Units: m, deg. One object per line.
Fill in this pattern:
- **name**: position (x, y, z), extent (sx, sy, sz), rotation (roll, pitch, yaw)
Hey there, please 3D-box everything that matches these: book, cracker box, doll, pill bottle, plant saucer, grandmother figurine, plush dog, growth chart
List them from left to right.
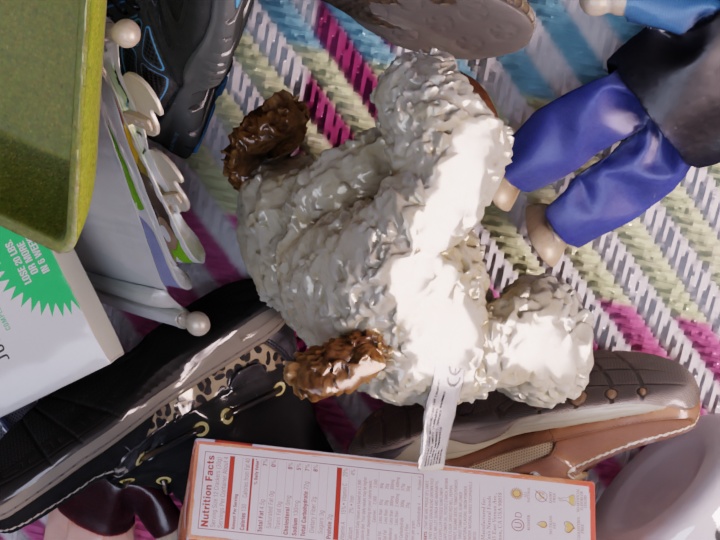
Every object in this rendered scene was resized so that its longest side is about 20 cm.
- **book**: position (-0.239, 0.028, 1.051), extent (0.199, 0.048, 0.134), rotation (-27, 93, 14)
- **plant saucer**: position (-0.187, -0.135, 0.949), extent (0.199, 0.048, 0.202), rotation (23, 118, 30)
- **grandmother figurine**: position (-0.152, 0.140, 1.154), extent (0.120, 0.061, 0.201), rotation (17, 118, 9)
- **growth chart**: position (-0.134, -0.050, 1.022), extent (0.144, 0.018, 0.201), rotation (20, 137, 36)
- **plush dog**: position (0.000, 0.000, 1.003), extent (0.160, 0.171, 0.201), rotation (-36, 116, -17)
- **cracker box**: position (0.007, 0.148, 1.000), extent (0.198, 0.058, 0.134), rotation (7, 148, -5)
- **doll**: position (0.150, -0.088, 0.989), extent (0.199, 0.049, 0.137), rotation (-35, 106, 24)
- **pill bottle**: position (0.221, 0.182, 1.070), extent (0.112, 0.113, 0.200), rotation (-37, 104, 24)

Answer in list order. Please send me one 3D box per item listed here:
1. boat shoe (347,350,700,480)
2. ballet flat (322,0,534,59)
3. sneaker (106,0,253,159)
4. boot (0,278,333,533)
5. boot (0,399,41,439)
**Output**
- **boat shoe**: position (0.092, 0.095, 1.077), extent (0.199, 0.076, 0.072), rotation (-13, 108, 27)
- **ballet flat**: position (-0.008, -0.153, 0.992), extent (0.198, 0.047, 0.068), rotation (15, 147, 2)
- **sneaker**: position (-0.096, -0.123, 0.966), extent (0.081, 0.074, 0.200), rotation (23, 148, -5)
- **boot**: position (-0.098, 0.115, 1.084), extent (0.200, 0.073, 0.151), rotation (-37, 119, -21)
- **boot**: position (-0.207, 0.020, 1.094), extent (0.090, 0.073, 0.201), rotation (-29, 100, 19)
